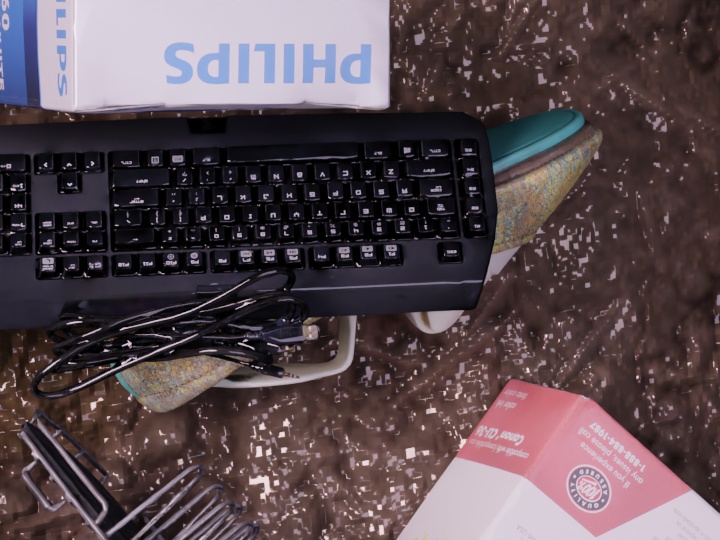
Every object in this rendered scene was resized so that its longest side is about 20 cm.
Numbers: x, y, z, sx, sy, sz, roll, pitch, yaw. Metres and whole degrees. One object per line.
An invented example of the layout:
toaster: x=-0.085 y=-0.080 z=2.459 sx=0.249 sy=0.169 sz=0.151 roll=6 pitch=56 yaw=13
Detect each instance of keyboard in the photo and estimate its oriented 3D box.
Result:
keyboard: x=-0.050 y=-0.013 z=0.971 sx=0.198 sy=0.040 sz=0.105 roll=-3 pitch=65 yaw=-4

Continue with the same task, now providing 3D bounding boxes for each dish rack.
dish rack: x=-0.033 y=0.121 z=0.946 sx=0.054 sy=0.154 sz=0.200 roll=-40 pitch=69 yaw=-5

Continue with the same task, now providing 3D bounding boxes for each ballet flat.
ballet flat: x=0.000 y=0.000 z=1.032 sx=0.199 sy=0.071 sz=0.071 roll=-19 pitch=102 yaw=-15

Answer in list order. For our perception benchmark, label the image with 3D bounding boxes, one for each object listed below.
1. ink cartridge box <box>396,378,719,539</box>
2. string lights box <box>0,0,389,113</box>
ink cartridge box: x=0.052 y=0.156 z=1.065 sx=0.116 sy=0.067 sz=0.200 roll=41 pitch=78 yaw=-20
string lights box: x=-0.075 y=-0.082 z=0.918 sx=0.102 sy=0.200 sz=0.059 roll=-2 pitch=95 yaw=-24
